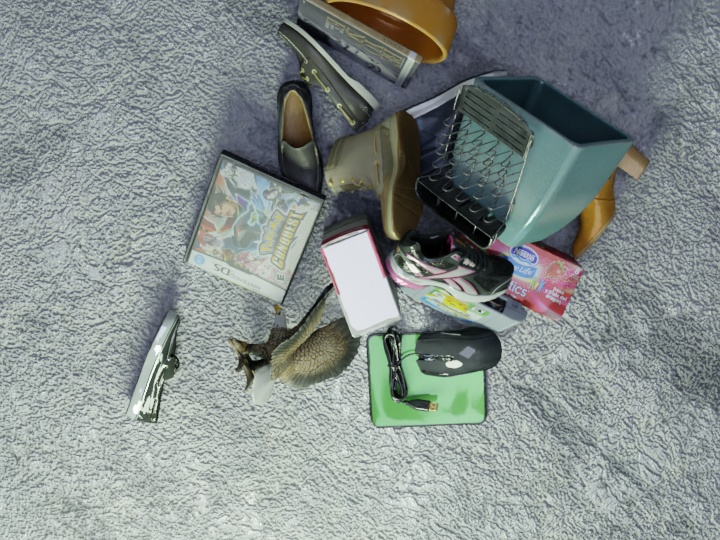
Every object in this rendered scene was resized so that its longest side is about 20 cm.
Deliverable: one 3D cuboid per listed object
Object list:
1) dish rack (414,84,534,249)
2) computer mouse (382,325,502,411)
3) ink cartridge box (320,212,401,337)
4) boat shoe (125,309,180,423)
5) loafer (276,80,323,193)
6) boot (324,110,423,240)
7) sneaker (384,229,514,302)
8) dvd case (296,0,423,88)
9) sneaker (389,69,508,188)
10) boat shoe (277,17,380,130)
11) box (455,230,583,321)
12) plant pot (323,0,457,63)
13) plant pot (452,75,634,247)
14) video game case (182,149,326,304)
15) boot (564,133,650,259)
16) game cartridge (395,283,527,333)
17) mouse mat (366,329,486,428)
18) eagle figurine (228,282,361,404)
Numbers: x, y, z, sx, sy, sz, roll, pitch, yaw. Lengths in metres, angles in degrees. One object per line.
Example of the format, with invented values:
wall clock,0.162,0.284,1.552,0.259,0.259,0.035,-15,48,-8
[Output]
dish rack,0.163,-0.151,1.522,0.153,0.054,0.202,39,137,26
computer mouse,0.130,0.164,1.749,0.196,0.046,0.143,0,102,14
ink cartridge box,0.000,0.000,1.666,0.081,0.200,0.149,-20,100,4
boat shoe,-0.330,0.160,1.783,0.056,0.069,0.203,21,107,-10
loafer,-0.100,-0.193,1.697,0.071,0.072,0.204,-9,101,3
boot,0.017,-0.129,1.649,0.154,0.072,0.204,-15,68,39
sneaker,0.140,-0.012,1.585,0.196,0.081,0.087,4,140,-19
dvd case,-0.006,-0.343,1.628,0.198,0.149,0.016,28,83,-3
sneaker,0.158,-0.211,1.674,0.200,0.077,0.148,-25,88,17
boat shoe,-0.059,-0.303,1.675,0.201,0.072,0.061,43,96,-8
box,0.239,-0.011,1.705,0.197,0.100,0.097,25,100,-2
plant pot,0.067,-0.435,1.595,0.197,0.200,0.186,22,86,-2
plant pot,0.249,-0.153,1.612,0.196,0.194,0.202,39,120,26
video game case,-0.171,-0.066,1.725,0.178,0.026,0.202,23,116,-2
boot,0.344,-0.136,1.699,0.143,0.071,0.203,33,97,2
game cartridge,0.153,0.041,1.702,0.197,0.133,0.041,26,77,-6
mouse mat,0.110,0.180,1.794,0.196,0.008,0.164,-2,100,2
eagle figurine,-0.105,0.114,1.722,0.196,0.152,0.154,-15,93,8
